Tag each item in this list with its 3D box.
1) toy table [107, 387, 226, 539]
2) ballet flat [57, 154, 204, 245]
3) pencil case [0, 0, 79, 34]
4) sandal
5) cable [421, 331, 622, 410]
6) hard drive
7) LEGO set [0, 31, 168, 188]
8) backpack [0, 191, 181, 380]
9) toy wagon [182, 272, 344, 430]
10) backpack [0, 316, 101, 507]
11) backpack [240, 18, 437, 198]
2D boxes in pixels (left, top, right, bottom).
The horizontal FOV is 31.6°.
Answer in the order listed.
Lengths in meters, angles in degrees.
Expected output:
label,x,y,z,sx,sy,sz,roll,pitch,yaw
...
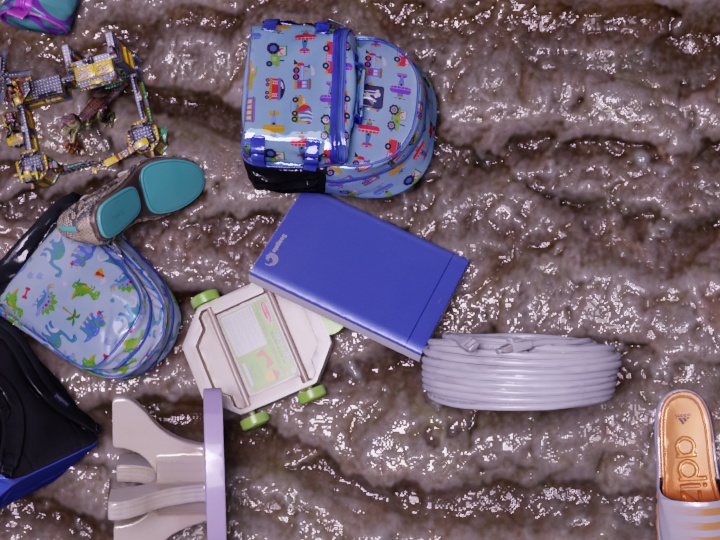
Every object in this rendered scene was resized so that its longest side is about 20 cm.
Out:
label,x,y,z,sx,sy,sz,roll,pitch,yaw
toy table,-0.197,0.223,1.316,0.116,0.184,0.201,-1,85,-7
ballet flat,-0.250,-0.078,1.355,0.075,0.200,0.068,1,111,29
pencil case,-0.343,-0.366,1.429,0.085,0.092,0.201,14,87,4
sandal,0.338,0.225,1.302,0.079,0.059,0.208,-9,83,6
cable,0.160,0.099,1.268,0.199,0.200,0.070,2,89,-20
hard drive,0.000,0.000,1.354,0.199,0.025,0.132,25,57,9
LEGO set,-0.315,-0.176,1.392,0.199,0.116,0.155,-6,83,6
backpack,-0.290,0.032,1.367,0.200,0.154,0.163,42,85,-2
toy wagon,-0.089,0.074,1.380,0.199,0.040,0.156,-24,82,3
backpack,-0.415,0.155,1.348,0.168,0.162,0.200,-38,83,22
backpack,-0.019,-0.169,1.344,0.199,0.135,0.184,6,77,4
